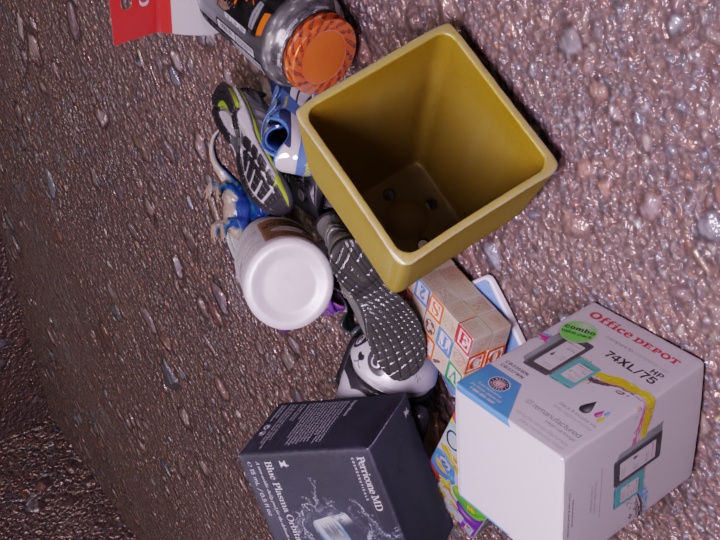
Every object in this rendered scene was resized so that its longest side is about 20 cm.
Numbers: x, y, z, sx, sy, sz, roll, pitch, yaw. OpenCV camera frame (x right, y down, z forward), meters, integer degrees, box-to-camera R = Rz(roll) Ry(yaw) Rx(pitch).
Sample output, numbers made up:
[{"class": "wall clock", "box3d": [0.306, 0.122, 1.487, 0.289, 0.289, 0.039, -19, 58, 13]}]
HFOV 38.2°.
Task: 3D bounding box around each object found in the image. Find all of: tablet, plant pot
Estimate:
[{"class": "tablet", "box3d": [0.137, 0.085, 1.282, 0.132, 0.014, 0.199, 64, 151, 1]}, {"class": "plant pot", "box3d": [0.059, -0.094, 1.100, 0.196, 0.194, 0.201, 55, 166, 15]}]

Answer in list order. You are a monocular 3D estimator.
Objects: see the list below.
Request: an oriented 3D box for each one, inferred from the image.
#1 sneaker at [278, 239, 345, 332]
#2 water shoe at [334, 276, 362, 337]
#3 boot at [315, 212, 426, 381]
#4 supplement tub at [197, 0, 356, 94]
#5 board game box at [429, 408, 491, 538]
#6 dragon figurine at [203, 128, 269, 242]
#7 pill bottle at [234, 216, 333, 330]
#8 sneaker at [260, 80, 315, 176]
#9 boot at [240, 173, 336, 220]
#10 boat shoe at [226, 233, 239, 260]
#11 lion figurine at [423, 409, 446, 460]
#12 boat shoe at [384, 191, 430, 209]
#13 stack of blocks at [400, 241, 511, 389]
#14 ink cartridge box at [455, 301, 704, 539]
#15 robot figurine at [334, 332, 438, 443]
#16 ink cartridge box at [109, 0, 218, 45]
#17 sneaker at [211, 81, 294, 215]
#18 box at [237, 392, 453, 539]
[{"class": "sneaker", "box3d": [-0.062, 0.036, 1.489, 0.088, 0.080, 0.201, 44, 131, 6]}, {"class": "water shoe", "box3d": [0.000, 0.000, 1.376, 0.071, 0.078, 0.204, 27, 134, 47]}, {"class": "boot", "box3d": [0.014, 0.025, 1.260, 0.202, 0.067, 0.131, 62, 180, -19]}, {"class": "supplement tub", "box3d": [-0.100, -0.305, 1.254, 0.200, 0.121, 0.124, 43, 146, 32]}, {"class": "board game box", "box3d": [0.160, 0.216, 1.241, 0.103, 0.104, 0.201, 48, 150, 20]}, {"class": "dragon figurine", "box3d": [-0.163, -0.097, 1.460, 0.058, 0.098, 0.205, -4, 96, 58]}, {"class": "pill bottle", "box3d": [-0.105, -0.007, 1.344, 0.200, 0.112, 0.116, -130, 22, -71]}, {"class": "sneaker", "box3d": [-0.093, -0.197, 1.338, 0.202, 0.081, 0.075, -113, 24, -43]}, {"class": "boot", "box3d": [-0.094, -0.107, 1.474, 0.198, 0.065, 0.168, 27, 136, 42]}, {"class": "boat shoe", "box3d": [-0.142, -0.014, 1.561, 0.201, 0.075, 0.060, 57, 173, -30]}, {"class": "lion figurine", "box3d": [0.070, 0.264, 1.479, 0.200, 0.071, 0.125, 155, 117, -68]}, {"class": "boat shoe", "box3d": [0.006, -0.111, 1.282, 0.200, 0.070, 0.073, 46, 149, 36]}, {"class": "stack of blocks", "box3d": [0.090, 0.052, 1.257, 0.200, 0.058, 0.117, 50, 144, 37]}, {"class": "ink cartridge box", "box3d": [0.213, 0.157, 1.016, 0.146, 0.198, 0.149, 31, 137, 44]}, {"class": "robot figurine", "box3d": [0.027, 0.169, 1.355, 0.148, 0.125, 0.203, 22, 115, 9]}, {"class": "ink cartridge box", "box3d": [-0.224, -0.372, 1.327, 0.050, 0.198, 0.163, 43, 146, 31]}, {"class": "sneaker", "box3d": [-0.127, -0.167, 1.389, 0.074, 0.080, 0.203, -44, 65, 51]}, {"class": "box", "box3d": [-0.016, 0.270, 1.277, 0.197, 0.118, 0.200, -9, 112, 31]}]
